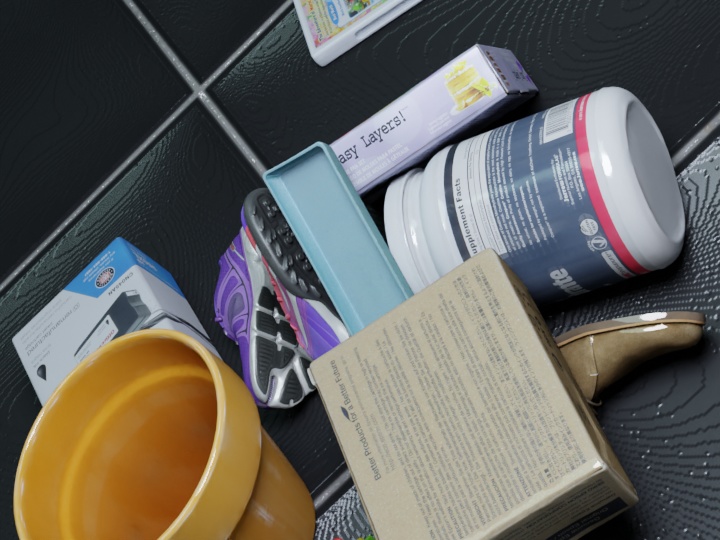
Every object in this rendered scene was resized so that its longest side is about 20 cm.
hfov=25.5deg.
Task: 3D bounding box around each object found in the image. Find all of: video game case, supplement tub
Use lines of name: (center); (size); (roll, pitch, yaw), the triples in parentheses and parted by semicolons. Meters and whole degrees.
video game case: (0.009, -0.317, 1.566); (0.181, 0.024, 0.201); (-32, 48, 16)
supplement tub: (0.133, -0.044, 1.211); (0.199, 0.140, 0.141); (-19, 52, 26)

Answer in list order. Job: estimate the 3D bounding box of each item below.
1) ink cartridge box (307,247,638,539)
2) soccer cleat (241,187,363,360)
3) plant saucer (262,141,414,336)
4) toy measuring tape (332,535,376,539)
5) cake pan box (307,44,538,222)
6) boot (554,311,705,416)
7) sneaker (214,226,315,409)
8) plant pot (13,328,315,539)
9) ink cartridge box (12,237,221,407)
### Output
ink cartridge box: (0.073, 0.111, 1.100); (0.164, 0.075, 0.201); (-33, 52, 12)
soccer cleat: (-0.039, 0.026, 1.264); (0.073, 0.200, 0.068); (-27, 17, 43)
plant saucer: (0.000, 0.000, 1.207); (0.070, 0.201, 0.019); (-25, 6, 41)
toy measuring tape: (-0.032, 0.260, 1.163); (0.200, 0.074, 0.073); (-46, 44, -16)
cake pan box: (0.050, -0.114, 1.303); (0.183, 0.200, 0.053); (-31, 89, 16)
boot: (0.166, 0.080, 1.168); (0.199, 0.073, 0.076); (-21, 70, 30)
sneaker: (-0.085, 0.047, 1.376); (0.083, 0.080, 0.201); (-43, 36, 28)
plant pot: (-0.133, 0.175, 1.233); (0.199, 0.183, 0.202); (-19, 51, 26)
ink cartridge box: (-0.207, 0.091, 1.413); (0.145, 0.084, 0.200); (-43, 46, 6)
